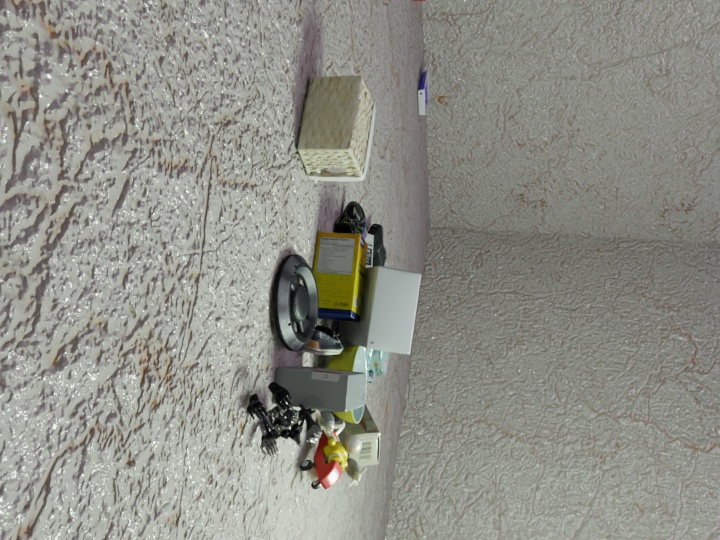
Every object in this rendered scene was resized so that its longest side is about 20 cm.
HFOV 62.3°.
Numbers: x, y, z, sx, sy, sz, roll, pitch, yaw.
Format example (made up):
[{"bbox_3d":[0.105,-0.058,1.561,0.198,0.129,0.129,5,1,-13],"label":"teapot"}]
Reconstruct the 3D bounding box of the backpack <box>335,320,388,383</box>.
[{"bbox_3d":[0.005,0.209,1.707,0.201,0.152,0.177,67,24,-43],"label":"backpack"}]

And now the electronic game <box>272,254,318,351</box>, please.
[{"bbox_3d":[-0.134,0.067,1.239,0.200,0.041,0.202,-2,90,-73],"label":"electronic game"}]

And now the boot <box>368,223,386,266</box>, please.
[{"bbox_3d":[0.040,-0.056,1.986,0.200,0.065,0.166,-62,146,-70],"label":"boot"}]

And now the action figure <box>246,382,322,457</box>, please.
[{"bbox_3d":[-0.141,0.293,1.118,0.102,0.118,0.201,62,-4,37],"label":"action figure"}]

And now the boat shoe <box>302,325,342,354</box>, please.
[{"bbox_3d":[-0.087,0.166,1.435,0.200,0.074,0.063,21,80,-73],"label":"boat shoe"}]

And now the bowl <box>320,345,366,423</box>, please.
[{"bbox_3d":[-0.052,0.291,1.549,0.200,0.107,0.202,2,90,-79],"label":"bowl"}]

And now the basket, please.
[{"bbox_3d":[-0.052,-0.310,1.290,0.123,0.134,0.202,57,39,-65],"label":"basket"}]

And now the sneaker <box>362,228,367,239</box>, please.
[{"bbox_3d":[-0.031,-0.051,1.689,0.100,0.074,0.201,117,-14,-55],"label":"sneaker"}]

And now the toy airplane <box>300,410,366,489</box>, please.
[{"bbox_3d":[-0.058,0.441,1.495,0.200,0.140,0.201,38,36,-60],"label":"toy airplane"}]

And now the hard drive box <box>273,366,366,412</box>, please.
[{"bbox_3d":[-0.081,0.253,1.286,0.200,0.154,0.078,38,57,-77],"label":"hard drive box"}]

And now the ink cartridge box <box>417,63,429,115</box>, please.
[{"bbox_3d":[0.339,-0.971,3.188,0.201,0.043,0.199,85,14,-46],"label":"ink cartridge box"}]

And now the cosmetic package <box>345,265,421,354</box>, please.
[{"bbox_3d":[0.055,0.098,1.519,0.200,0.122,0.201,176,-77,-76],"label":"cosmetic package"}]

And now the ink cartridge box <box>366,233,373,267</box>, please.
[{"bbox_3d":[0.000,0.000,1.735,0.099,0.039,0.202,135,-37,-55],"label":"ink cartridge box"}]

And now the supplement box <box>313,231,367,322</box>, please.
[{"bbox_3d":[-0.052,0.017,1.458,0.110,0.108,0.202,50,46,-74],"label":"supplement box"}]

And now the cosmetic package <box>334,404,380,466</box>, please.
[{"bbox_3d":[-0.011,0.451,1.676,0.200,0.086,0.104,-129,-142,-67],"label":"cosmetic package"}]

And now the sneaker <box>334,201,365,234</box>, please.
[{"bbox_3d":[-0.029,-0.113,1.616,0.083,0.070,0.201,89,14,-53],"label":"sneaker"}]
